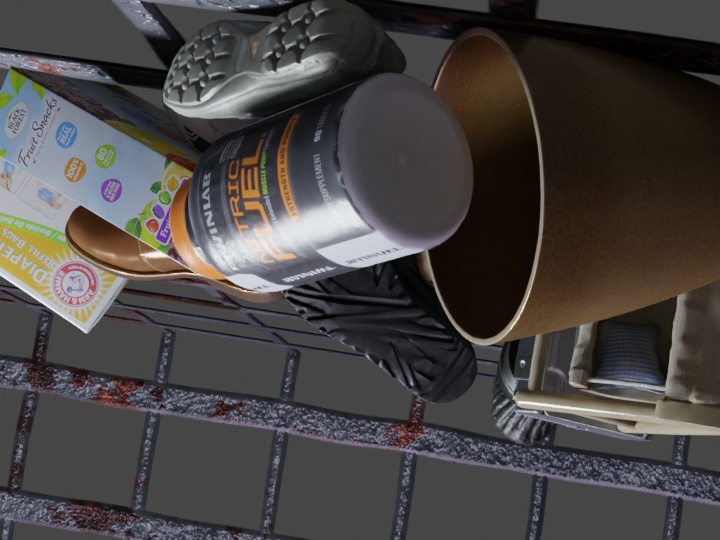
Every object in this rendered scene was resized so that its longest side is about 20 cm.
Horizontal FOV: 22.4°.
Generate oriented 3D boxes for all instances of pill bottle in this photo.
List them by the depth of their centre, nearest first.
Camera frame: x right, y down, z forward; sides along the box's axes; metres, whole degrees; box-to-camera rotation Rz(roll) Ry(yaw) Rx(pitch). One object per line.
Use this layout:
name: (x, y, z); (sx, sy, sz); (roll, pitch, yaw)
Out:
pill bottle: (-0.034, -0.046, 1.107); (0.106, 0.106, 0.200); (16, 160, -37)

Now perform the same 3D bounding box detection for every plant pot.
plant pot: (0.160, -0.051, 1.102); (0.200, 0.187, 0.186); (-1, 176, -20)

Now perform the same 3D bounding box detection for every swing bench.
swing bench: (0.240, 0.019, 1.339); (0.130, 0.199, 0.200); (16, 169, -38)

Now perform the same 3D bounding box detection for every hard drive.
hard drive: (0.192, 0.028, 1.454); (0.140, 0.200, 0.038); (17, 169, -38)

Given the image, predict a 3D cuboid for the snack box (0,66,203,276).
snack box: (-0.147, -0.070, 1.313); (0.200, 0.068, 0.169); (31, -169, 17)

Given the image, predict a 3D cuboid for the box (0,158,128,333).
box: (-0.286, -0.044, 1.576); (0.200, 0.101, 0.112); (35, 178, -7)

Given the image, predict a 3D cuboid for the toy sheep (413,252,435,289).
toy sheep: (0.122, -0.048, 1.276); (0.200, 0.138, 0.138); (-35, 154, 17)

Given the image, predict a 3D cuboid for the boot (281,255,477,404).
boot: (0.000, 0.000, 1.356); (0.200, 0.076, 0.168); (42, -170, -21)

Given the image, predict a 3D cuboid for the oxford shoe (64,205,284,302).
oxford shoe: (-0.148, -0.032, 1.435); (0.200, 0.071, 0.071); (9, 148, 19)

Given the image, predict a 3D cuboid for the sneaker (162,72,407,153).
sneaker: (-0.030, -0.106, 1.249); (0.200, 0.075, 0.115); (21, 157, -20)

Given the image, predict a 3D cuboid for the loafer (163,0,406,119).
loafer: (-0.053, -0.124, 1.146); (0.070, 0.070, 0.200); (26, 163, -35)

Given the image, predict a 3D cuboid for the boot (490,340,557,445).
boot: (0.153, 0.095, 1.564); (0.211, 0.079, 0.158); (-31, 165, -50)
